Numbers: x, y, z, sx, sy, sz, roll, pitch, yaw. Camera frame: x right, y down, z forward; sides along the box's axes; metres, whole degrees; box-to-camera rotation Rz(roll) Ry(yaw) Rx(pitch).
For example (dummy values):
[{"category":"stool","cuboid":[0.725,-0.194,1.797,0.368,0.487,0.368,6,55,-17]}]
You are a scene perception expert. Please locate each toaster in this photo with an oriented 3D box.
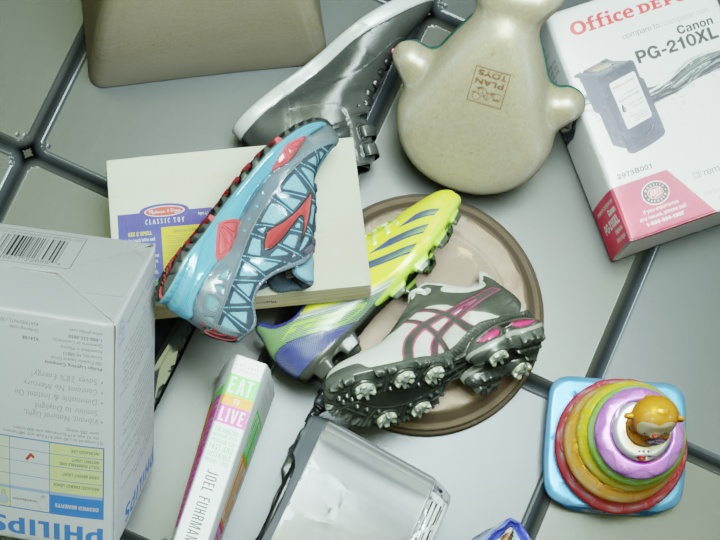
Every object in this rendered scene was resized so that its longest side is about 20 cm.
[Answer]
[{"category":"toaster","cuboid":[-0.016,0.205,1.650,0.129,0.114,0.201,26,74,-2]}]

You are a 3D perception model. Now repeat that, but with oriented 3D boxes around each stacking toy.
[{"category":"stacking toy","cuboid":[0.211,0.125,1.634,0.115,0.200,0.110,5,78,-4]}]

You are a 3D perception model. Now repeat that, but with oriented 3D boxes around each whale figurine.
[{"category":"whale figurine","cuboid":[0.105,-0.161,1.703,0.158,0.201,0.104,15,33,2]}]

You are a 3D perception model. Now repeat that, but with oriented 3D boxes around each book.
[{"category":"book","cuboid":[-0.118,0.172,1.637,0.048,0.134,0.201,18,78,0]}]

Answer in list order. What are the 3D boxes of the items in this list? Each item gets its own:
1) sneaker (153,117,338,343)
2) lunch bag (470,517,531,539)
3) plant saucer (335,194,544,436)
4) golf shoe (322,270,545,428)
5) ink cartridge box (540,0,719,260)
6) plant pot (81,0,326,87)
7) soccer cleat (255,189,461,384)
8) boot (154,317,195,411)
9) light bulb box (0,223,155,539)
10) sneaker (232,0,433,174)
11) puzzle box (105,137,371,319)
[{"category":"sneaker","cuboid":[-0.069,-0.027,1.616,0.095,0.079,0.200,40,67,-7]},{"category":"lunch bag","cuboid":[0.073,0.299,1.607,0.124,0.170,0.200,44,78,7]},{"category":"plant saucer","cuboid":[0.052,0.033,1.731,0.199,0.029,0.201,1,79,-4]},{"category":"golf shoe","cuboid":[0.046,0.061,1.661,0.199,0.077,0.088,-15,57,-32]},{"category":"ink cartridge box","cuboid":[0.243,-0.130,1.748,0.144,0.084,0.201,-19,80,-8]},{"category":"plant pot","cuboid":[-0.132,-0.277,1.707,0.199,0.177,0.201,-7,79,-6]},{"category":"soccer cleat","cuboid":[0.000,0.000,1.688,0.084,0.065,0.200,41,79,9]},{"category":"boot","cuboid":[-0.208,0.015,1.692,0.168,0.076,0.201,27,84,-2]},{"category":"light bulb box","cuboid":[-0.259,0.082,1.590,0.197,0.125,0.201,8,119,7]},{"category":"sneaker","cuboid":[0.001,-0.140,1.745,0.200,0.071,0.099,-40,85,-4]},{"category":"puzzle box","cuboid":[-0.096,-0.033,1.661,0.199,0.025,0.134,-5,64,-2]}]
